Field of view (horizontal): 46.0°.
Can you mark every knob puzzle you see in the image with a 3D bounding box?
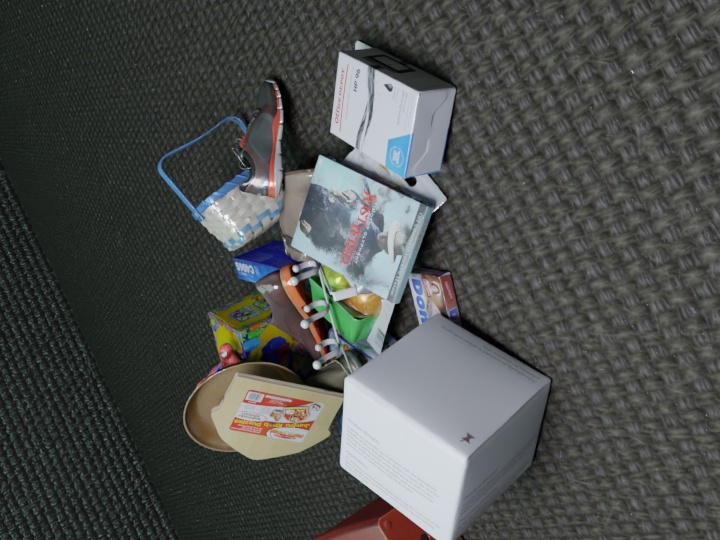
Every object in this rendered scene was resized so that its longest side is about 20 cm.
[{"bbox_3d":[-0.142,0.236,1.356,0.031,0.218,0.220,-96,11,-46],"label":"knob puzzle"}]

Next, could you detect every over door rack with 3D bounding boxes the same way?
[{"bbox_3d":[-0.048,0.075,1.226,0.200,0.066,0.149,-149,42,-66],"label":"over door rack"}]

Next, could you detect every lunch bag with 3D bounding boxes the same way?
[{"bbox_3d":[0.025,0.174,1.389,0.200,0.075,0.161,34,140,41],"label":"lunch bag"}]

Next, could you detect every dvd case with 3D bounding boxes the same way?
[{"bbox_3d":[-0.002,-0.061,1.187,0.199,0.022,0.147,29,109,30],"label":"dvd case"}]

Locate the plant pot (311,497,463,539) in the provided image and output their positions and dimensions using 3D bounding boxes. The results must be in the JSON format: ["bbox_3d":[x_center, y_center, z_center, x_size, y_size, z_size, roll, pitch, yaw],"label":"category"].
[{"bbox_3d":[0.066,0.482,1.438,0.201,0.199,0.176,57,137,14],"label":"plant pot"}]

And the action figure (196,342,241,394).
[{"bbox_3d":[-0.234,0.213,1.420,0.065,0.099,0.201,36,137,47],"label":"action figure"}]

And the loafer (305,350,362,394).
[{"bbox_3d":[-0.044,0.189,1.365,0.075,0.069,0.200,56,151,8],"label":"loafer"}]

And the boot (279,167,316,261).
[{"bbox_3d":[-0.089,-0.088,1.359,0.200,0.070,0.147,-167,74,-77],"label":"boot"}]

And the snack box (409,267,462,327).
[{"bbox_3d":[0.119,0.095,1.230,0.072,0.024,0.201,9,119,53],"label":"snack box"}]

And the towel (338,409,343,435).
[{"bbox_3d":[0.004,0.296,1.480,0.112,0.048,0.200,55,170,14],"label":"towel"}]

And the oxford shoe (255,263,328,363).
[{"bbox_3d":[-0.107,0.078,1.391,0.071,0.072,0.201,-92,-18,-58],"label":"oxford shoe"}]

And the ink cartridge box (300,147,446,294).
[{"bbox_3d":[0.021,-0.090,1.211,0.200,0.050,0.163,-46,68,25],"label":"ink cartridge box"}]

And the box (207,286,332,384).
[{"bbox_3d":[-0.141,0.141,1.506,0.122,0.192,0.201,22,130,50],"label":"box"}]

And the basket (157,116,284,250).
[{"bbox_3d":[-0.228,-0.146,1.460,0.201,0.176,0.139,58,154,-8],"label":"basket"}]

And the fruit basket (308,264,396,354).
[{"bbox_3d":[0.000,0.000,1.316,0.185,0.093,0.201,40,125,36],"label":"fruit basket"}]

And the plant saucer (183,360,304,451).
[{"bbox_3d":[-0.187,0.211,1.364,0.036,0.199,0.201,-116,23,-48],"label":"plant saucer"}]

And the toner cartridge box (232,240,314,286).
[{"bbox_3d":[-0.137,-0.009,1.491,0.200,0.095,0.043,12,122,55],"label":"toner cartridge box"}]

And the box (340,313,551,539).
[{"bbox_3d":[0.108,0.204,1.126,0.198,0.200,0.172,30,134,32],"label":"box"}]

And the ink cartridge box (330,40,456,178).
[{"bbox_3d":[0.025,-0.215,1.107,0.200,0.068,0.117,37,130,40],"label":"ink cartridge box"}]

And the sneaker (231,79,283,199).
[{"bbox_3d":[-0.164,-0.213,1.342,0.077,0.081,0.201,113,157,-70],"label":"sneaker"}]
